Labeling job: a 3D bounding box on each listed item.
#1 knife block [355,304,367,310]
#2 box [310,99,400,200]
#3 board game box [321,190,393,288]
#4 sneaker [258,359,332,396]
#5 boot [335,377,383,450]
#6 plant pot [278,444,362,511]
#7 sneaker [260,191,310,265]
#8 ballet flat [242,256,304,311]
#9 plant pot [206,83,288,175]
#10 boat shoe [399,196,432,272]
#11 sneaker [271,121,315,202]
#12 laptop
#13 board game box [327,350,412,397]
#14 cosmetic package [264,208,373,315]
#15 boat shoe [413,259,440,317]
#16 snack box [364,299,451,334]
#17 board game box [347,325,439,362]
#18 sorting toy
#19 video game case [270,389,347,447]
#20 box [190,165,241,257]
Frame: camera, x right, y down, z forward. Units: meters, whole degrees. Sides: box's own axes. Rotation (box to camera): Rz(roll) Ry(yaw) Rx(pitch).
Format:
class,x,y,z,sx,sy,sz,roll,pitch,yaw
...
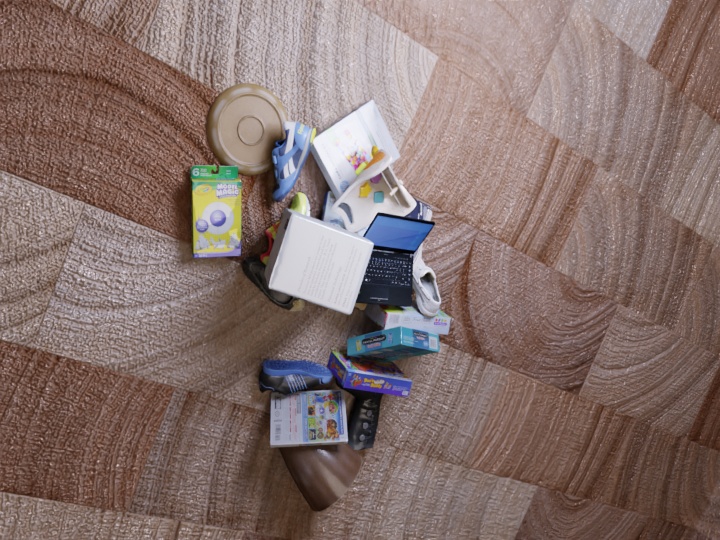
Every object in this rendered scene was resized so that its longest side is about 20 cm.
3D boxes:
class,x,y,z,sx,sy,sz,roll,pitch,yaw
knife block,0.000,0.000,1.513,0.196,0.064,0.180,26,92,-27
box,-0.014,-0.295,1.419,0.198,0.041,0.159,-36,109,-19
board game box,-0.010,-0.073,1.455,0.193,0.043,0.206,12,81,-16
sneaker,-0.170,0.284,1.515,0.194,0.070,0.080,10,110,-23
boot,-0.016,0.394,1.614,0.160,0.066,0.207,10,104,-24
plant pot,-0.125,0.486,1.537,0.186,0.187,0.201,-42,99,-8
sneaker,-0.182,-0.095,1.395,0.088,0.078,0.206,19,89,-24
ballet flat,-0.214,0.041,1.433,0.199,0.057,0.067,40,87,-27
plant pot,-0.253,-0.322,1.338,0.193,0.027,0.208,-6,106,-21
boat shoe,0.119,-0.093,1.516,0.092,0.073,0.206,28,72,-39
sneaker,-0.171,-0.254,1.350,0.080,0.075,0.203,22,119,-11
laptop,0.083,-0.020,1.401,0.172,0.102,0.208,6,85,-30
board game box,0.024,0.276,1.555,0.194,0.134,0.046,14,99,-26
cosmetic package,-0.099,-0.024,1.310,0.194,0.165,0.170,18,95,-15
boat shoe,0.167,0.019,1.524,0.069,0.204,0.070,-2,144,-29
snack box,0.124,0.118,1.553,0.194,0.142,0.055,7,104,-23
board game box,0.083,0.193,1.510,0.148,0.197,0.049,17,65,-41
sorting toy,0.016,-0.177,1.380,0.179,0.107,0.200,-42,146,0
video game case,-0.133,0.377,1.491,0.192,0.146,0.018,-1,139,-7
box,-0.330,-0.135,1.336,0.113,0.048,0.207,-4,107,-22
